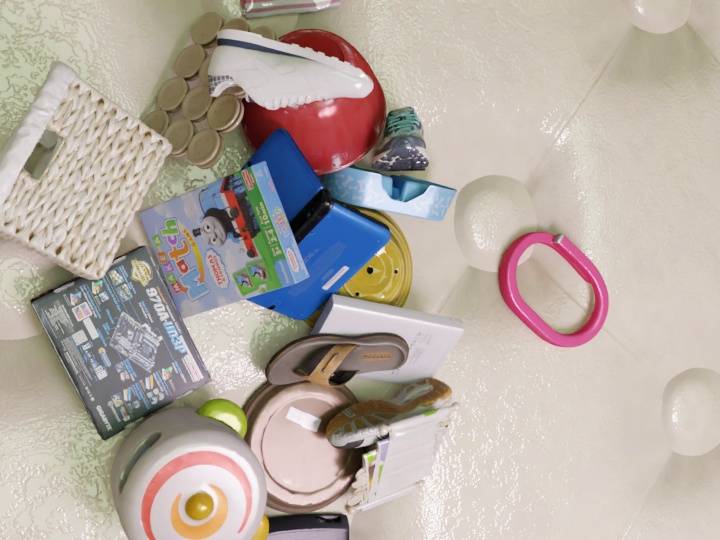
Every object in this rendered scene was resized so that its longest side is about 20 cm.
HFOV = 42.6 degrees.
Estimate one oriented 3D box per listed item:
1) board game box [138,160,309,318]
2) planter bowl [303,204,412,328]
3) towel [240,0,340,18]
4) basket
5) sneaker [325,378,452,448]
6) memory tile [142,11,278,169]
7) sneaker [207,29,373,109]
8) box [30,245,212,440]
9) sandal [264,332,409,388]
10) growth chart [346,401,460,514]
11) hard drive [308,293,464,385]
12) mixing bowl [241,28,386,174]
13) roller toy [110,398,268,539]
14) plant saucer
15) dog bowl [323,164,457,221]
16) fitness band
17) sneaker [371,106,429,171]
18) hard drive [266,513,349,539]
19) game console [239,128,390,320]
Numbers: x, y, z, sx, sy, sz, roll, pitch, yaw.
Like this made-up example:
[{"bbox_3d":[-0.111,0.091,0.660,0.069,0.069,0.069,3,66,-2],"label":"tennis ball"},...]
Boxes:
[{"bbox_3d":[-0.175,-0.034,1.165,0.037,0.199,0.152,-31,101,-56],"label":"board game box"},{"bbox_3d":[0.000,0.000,1.289,0.199,0.083,0.202,0,91,-23],"label":"planter bowl"},{"bbox_3d":[-0.113,-0.455,1.272,0.145,0.030,0.202,-15,96,-21],"label":"towel"},{"bbox_3d":[-0.345,-0.109,1.087,0.160,0.200,0.199,30,79,-21],"label":"basket"},{"bbox_3d":[0.047,0.224,1.292,0.199,0.076,0.088,-15,117,-24],"label":"sneaker"},{"bbox_3d":[-0.195,-0.234,1.182,0.017,0.153,0.201,37,78,-54],"label":"memory tile"},{"bbox_3d":[-0.084,-0.228,1.111,0.198,0.076,0.081,13,90,3],"label":"sneaker"},{"bbox_3d":[-0.305,0.091,1.184,0.158,0.046,0.201,-29,101,-20],"label":"box"},{"bbox_3d":[-0.029,0.130,1.246,0.198,0.055,0.082,-2,134,-10],"label":"sandal"},{"bbox_3d":[0.054,0.266,1.285,0.144,0.018,0.201,-9,135,-27],"label":"growth chart"},{"bbox_3d":[0.028,0.102,1.288,0.198,0.027,0.132,12,130,-22],"label":"hard drive"},{"bbox_3d":[-0.065,-0.239,1.203,0.198,0.109,0.202,0,67,1],"label":"mixing bowl"},{"bbox_3d":[-0.215,0.277,1.161,0.181,0.140,0.202,-11,103,-20],"label":"roller toy"},{"bbox_3d":[-0.078,0.240,1.287,0.198,0.029,0.202,0,89,-21],"label":"plant saucer"},{"bbox_3d":[0.038,-0.111,1.295,0.198,0.111,0.050,9,100,-22],"label":"dog bowl"},{"bbox_3d":[0.303,0.030,1.438,0.200,0.037,0.144,42,76,-16],"label":"fitness band"},{"bbox_3d":[0.052,-0.180,1.255,0.077,0.200,0.087,-3,94,2],"label":"sneaker"},{"bbox_3d":[-0.106,0.409,1.267,0.198,0.042,0.136,0,90,-22],"label":"hard drive"},{"bbox_3d":[-0.088,-0.055,1.207,0.170,0.200,0.119,24,37,-34],"label":"game console"}]
